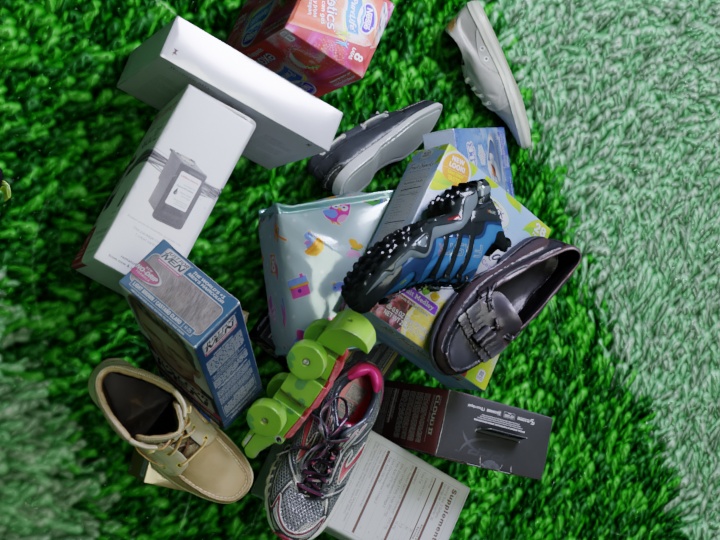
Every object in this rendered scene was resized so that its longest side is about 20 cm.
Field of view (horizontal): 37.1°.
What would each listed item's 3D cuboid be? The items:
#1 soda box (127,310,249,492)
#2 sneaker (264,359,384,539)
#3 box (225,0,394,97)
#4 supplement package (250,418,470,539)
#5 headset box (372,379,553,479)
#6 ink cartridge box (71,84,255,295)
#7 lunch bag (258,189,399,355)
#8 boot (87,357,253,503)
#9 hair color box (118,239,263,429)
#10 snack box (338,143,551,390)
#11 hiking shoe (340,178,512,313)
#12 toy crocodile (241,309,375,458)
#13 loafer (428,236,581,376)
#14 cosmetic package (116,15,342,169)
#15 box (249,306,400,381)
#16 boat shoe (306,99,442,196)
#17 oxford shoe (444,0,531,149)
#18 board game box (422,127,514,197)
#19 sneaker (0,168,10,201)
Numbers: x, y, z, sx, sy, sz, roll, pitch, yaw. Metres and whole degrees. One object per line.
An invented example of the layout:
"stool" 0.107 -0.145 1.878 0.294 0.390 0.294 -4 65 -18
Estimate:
"soda box" -0.184 0.130 1.150 0.067 0.064 0.201 19 81 -26
"sneaker" -0.038 0.180 1.095 0.080 0.075 0.201 24 75 -3
"box" -0.064 -0.247 1.144 0.099 0.200 0.096 29 75 -25
"supplement package" 0.001 0.249 1.216 0.200 0.117 0.118 34 72 -24
"headset box" 0.111 0.181 1.230 0.148 0.200 0.075 17 81 -26
"ink cartridge box" -0.202 -0.076 1.097 0.083 0.145 0.201 30 75 -19
"lunch bag" 0.000 0.000 1.168 0.199 0.122 0.172 -8 89 -20
"boot" -0.177 0.158 1.030 0.200 0.155 0.073 44 76 -8
"hair color box" -0.155 0.066 1.010 0.100 0.200 0.061 37 68 20
"snack box" 0.092 -0.002 1.122 0.168 0.068 0.201 35 69 -28
"hiking shoe" 0.071 -0.009 1.025 0.200 0.074 0.087 -37 103 -27
"toy crocodile" -0.056 0.113 1.058 0.062 0.068 0.200 36 115 1
"loafer" 0.147 0.031 1.079 0.200 0.063 0.072 -43 113 -28
"cosmetic package" -0.139 -0.180 1.131 0.199 0.151 0.052 27 77 -26
"box" -0.011 0.045 1.253 0.161 0.049 0.201 40 71 -19
"boat shoe" 0.020 -0.156 1.263 0.060 0.076 0.200 38 49 18
"oxford shoe" 0.163 -0.240 1.350 0.057 0.075 0.201 -24 113 13
"board game box" 0.141 -0.068 1.278 0.199 0.043 0.201 -18 99 -64
"sneaker" -0.429 -0.123 1.035 0.200 0.072 0.083 44 46 -22
